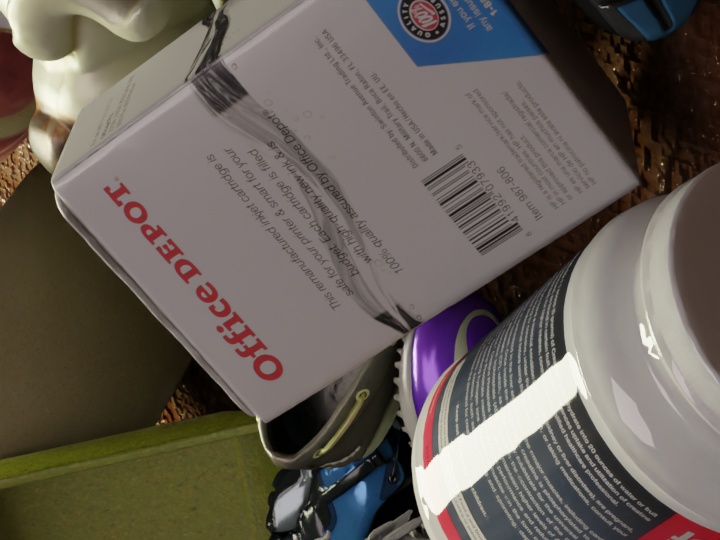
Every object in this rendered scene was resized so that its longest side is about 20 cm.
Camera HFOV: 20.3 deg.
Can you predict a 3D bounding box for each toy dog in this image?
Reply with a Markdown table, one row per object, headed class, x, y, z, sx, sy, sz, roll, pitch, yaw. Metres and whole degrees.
| class | x | y | z | sx | sy | sz | roll | pitch | yaw |
| --- | --- | --- | --- | --- | --- | --- | --- | --- | --- |
| toy dog | -0.131 | -0.137 | 0.927 | 0.193 | 0.140 | 0.201 | -6 | 116 | 41 |

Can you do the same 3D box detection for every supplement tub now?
| class | x | y | z | sx | sy | sz | roll | pitch | yaw |
| --- | --- | --- | --- | --- | --- | --- | --- | --- | --- |
| supplement tub | 0.120 | 0.056 | 0.805 | 0.141 | 0.140 | 0.200 | 59 | 144 | 12 |

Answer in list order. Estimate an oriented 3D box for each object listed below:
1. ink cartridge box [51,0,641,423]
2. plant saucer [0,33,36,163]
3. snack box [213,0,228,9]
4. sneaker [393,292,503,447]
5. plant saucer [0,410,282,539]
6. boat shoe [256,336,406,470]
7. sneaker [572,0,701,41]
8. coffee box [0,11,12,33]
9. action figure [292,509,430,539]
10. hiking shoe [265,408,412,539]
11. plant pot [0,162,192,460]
| class | x | y | z | sx | sy | sz | roll | pitch | yaw |
| --- | --- | --- | --- | --- | --- | --- | --- | --- | --- |
| ink cartridge box | -0.006 | -0.052 | 0.839 | 0.199 | 0.084 | 0.145 | -33 | 112 | 18 |
| plant saucer | -0.221 | -0.148 | 1.109 | 0.051 | 0.200 | 0.202 | 2 | 110 | 28 |
| snack box | -0.041 | -0.138 | 0.960 | 0.200 | 0.037 | 0.117 | -151 | 50 | -62 |
| sneaker | 0.086 | 0.100 | 0.940 | 0.099 | 0.069 | 0.201 | 0 | 113 | 47 |
| plant saucer | -0.131 | 0.159 | 1.138 | 0.048 | 0.199 | 0.201 | -109 | 9 | -48 |
| boat shoe | 0.003 | 0.001 | 0.949 | 0.072 | 0.060 | 0.203 | 23 | 105 | 24 |
| sneaker | 0.076 | -0.175 | 0.820 | 0.201 | 0.073 | 0.082 | 63 | 162 | 14 |
| coffee box | -0.162 | -0.234 | 1.046 | 0.080 | 0.114 | 0.201 | 13 | 117 | 49 |
| action figure | 0.002 | 0.190 | 1.009 | 0.069 | 0.130 | 0.200 | 58 | 178 | 46 |
| hiking shoe | 0.001 | 0.075 | 1.045 | 0.086 | 0.074 | 0.201 | 12 | 119 | 24 |
| plant pot | -0.177 | 0.056 | 1.176 | 0.134 | 0.201 | 0.201 | 29 | 138 | -3 |
